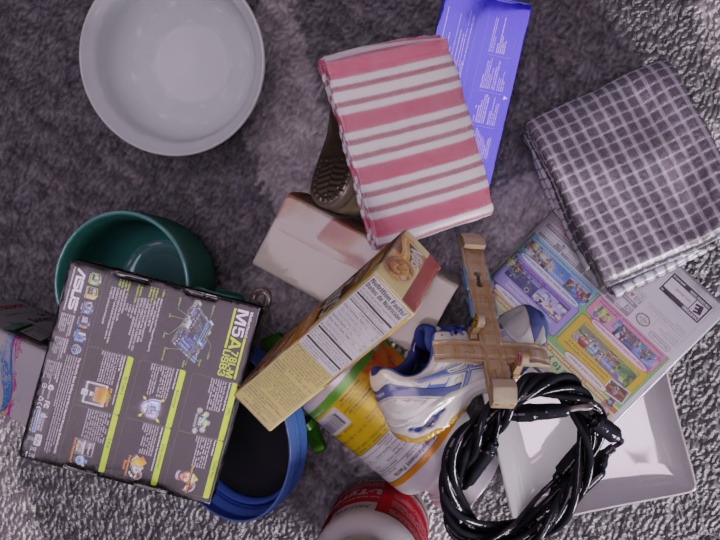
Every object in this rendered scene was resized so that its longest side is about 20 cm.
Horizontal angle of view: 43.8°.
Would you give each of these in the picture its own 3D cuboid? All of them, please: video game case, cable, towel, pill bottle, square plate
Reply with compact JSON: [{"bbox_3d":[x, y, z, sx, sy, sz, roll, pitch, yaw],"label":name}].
[{"bbox_3d":[0.244,0.036,0.941,0.182,0.022,0.200,-45,78,1],"label":"video game case"},{"bbox_3d":[0.157,0.193,0.878,0.200,0.051,0.163,-42,119,4],"label":"cable"},{"bbox_3d":[0.048,-0.132,0.908,0.146,0.030,0.200,-17,92,-22],"label":"towel"},{"bbox_3d":[0.011,0.288,0.917,0.112,0.200,0.112,0,93,7],"label":"pill bottle"},{"bbox_3d":[0.045,0.164,0.948,0.200,0.111,0.111,41,97,-2],"label":"pill bottle"},{"bbox_3d":[0.239,0.160,0.967,0.198,0.028,0.200,-14,91,8],"label":"square plate"},{"bbox_3d":[0.276,-0.093,0.901,0.165,0.086,0.200,-25,77,2],"label":"towel"}]

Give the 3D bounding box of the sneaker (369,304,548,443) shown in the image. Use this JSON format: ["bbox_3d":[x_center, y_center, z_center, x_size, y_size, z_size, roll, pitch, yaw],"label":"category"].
[{"bbox_3d":[0.099,0.080,0.876,0.200,0.075,0.088,-35,103,-22],"label":"sneaker"}]

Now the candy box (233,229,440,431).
[{"bbox_3d":[-0.021,0.057,0.851,0.055,0.115,0.200,46,117,-5],"label":"candy box"}]

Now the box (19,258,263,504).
[{"bbox_3d":[-0.212,0.107,0.879,0.193,0.048,0.200,14,88,-4],"label":"box"}]

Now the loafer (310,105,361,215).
[{"bbox_3d":[0.006,-0.144,0.955,0.076,0.068,0.200,9,70,37],"label":"loafer"}]

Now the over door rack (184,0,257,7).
[{"bbox_3d":[-0.184,-0.391,0.967,0.147,0.067,0.200,4,114,7],"label":"over door rack"}]

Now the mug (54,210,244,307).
[{"bbox_3d":[-0.224,0.026,0.972,0.152,0.114,0.185,-45,80,7],"label":"mug"}]

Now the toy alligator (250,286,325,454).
[{"bbox_3d":[-0.085,0.114,0.994,0.059,0.054,0.200,-22,90,8],"label":"toy alligator"}]

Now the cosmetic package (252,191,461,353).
[{"bbox_3d":[0.000,0.000,0.954,0.200,0.103,0.087,29,97,4],"label":"cosmetic package"}]

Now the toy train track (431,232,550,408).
[{"bbox_3d":[0.123,0.037,0.861,0.114,0.033,0.200,4,51,-12],"label":"toy train track"}]

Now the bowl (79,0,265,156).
[{"bbox_3d":[-0.191,-0.225,0.969,0.201,0.090,0.201,1,99,7],"label":"bowl"}]

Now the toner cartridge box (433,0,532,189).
[{"bbox_3d":[0.114,-0.190,0.958,0.095,0.043,0.200,14,95,7],"label":"toner cartridge box"}]

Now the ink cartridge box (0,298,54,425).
[{"bbox_3d":[-0.343,0.109,0.982,0.200,0.145,0.084,24,94,6],"label":"ink cartridge box"}]

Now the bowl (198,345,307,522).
[{"bbox_3d":[-0.139,0.168,0.970,0.200,0.039,0.201,8,103,36],"label":"bowl"}]
